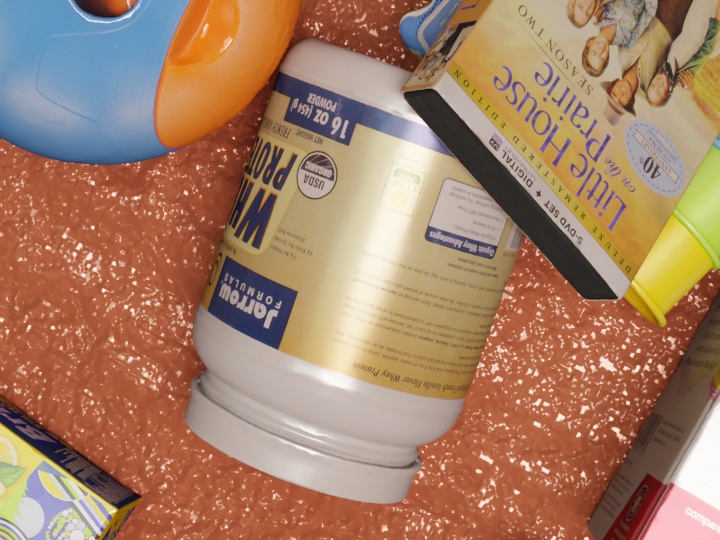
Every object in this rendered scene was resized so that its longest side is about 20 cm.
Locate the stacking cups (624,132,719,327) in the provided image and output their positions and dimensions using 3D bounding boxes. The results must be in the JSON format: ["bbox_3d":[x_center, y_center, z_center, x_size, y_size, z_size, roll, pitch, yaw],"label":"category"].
[{"bbox_3d":[0.203,-0.058,0.865,0.200,0.061,0.061,-41,86,-1],"label":"stacking cups"}]

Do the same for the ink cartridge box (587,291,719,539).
[{"bbox_3d":[0.201,0.069,0.853,0.082,0.146,0.201,30,90,3],"label":"ink cartridge box"}]

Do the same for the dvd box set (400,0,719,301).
[{"bbox_3d":[0.119,-0.108,0.818,0.146,0.029,0.201,46,65,-25],"label":"dvd box set"}]

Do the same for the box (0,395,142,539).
[{"bbox_3d":[-0.220,0.093,0.922,0.199,0.064,0.070,35,90,5],"label":"box"}]

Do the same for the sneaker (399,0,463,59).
[{"bbox_3d":[0.074,-0.190,0.869,0.076,0.076,0.202,11,78,15],"label":"sneaker"}]

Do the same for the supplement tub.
[{"bbox_3d":[0.000,0.000,0.865,0.143,0.144,0.202,20,96,4],"label":"supplement tub"}]

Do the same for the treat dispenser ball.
[{"bbox_3d":[-0.124,-0.152,0.833,0.199,0.201,0.203,0,88,4],"label":"treat dispenser ball"}]
